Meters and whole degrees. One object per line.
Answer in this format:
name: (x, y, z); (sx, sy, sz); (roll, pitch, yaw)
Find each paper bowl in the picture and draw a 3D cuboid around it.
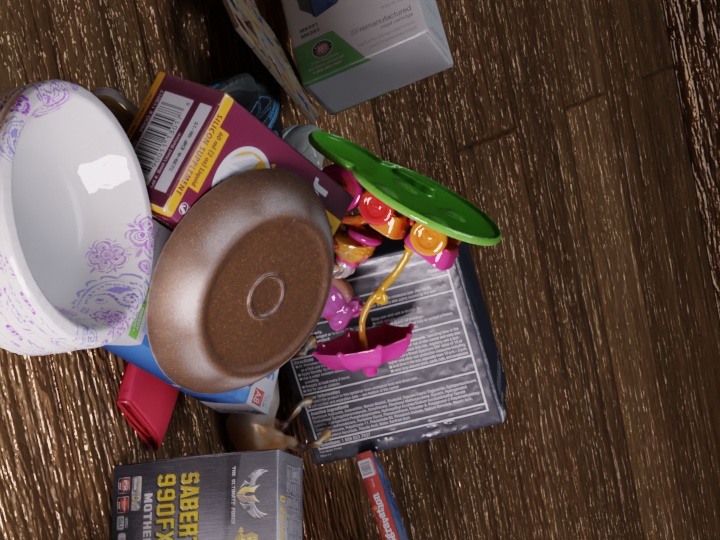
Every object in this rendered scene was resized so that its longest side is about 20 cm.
paper bowl: (-0.249, -0.036, 1.364); (0.201, 0.104, 0.202); (-8, 90, -66)

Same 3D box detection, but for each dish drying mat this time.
dish drying mat: (-0.173, 0.056, 1.610); (0.077, 0.018, 0.201); (57, 33, -42)

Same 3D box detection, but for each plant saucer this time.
plant saucer: (-0.087, 0.016, 1.504); (0.200, 0.037, 0.201); (-24, 126, -36)

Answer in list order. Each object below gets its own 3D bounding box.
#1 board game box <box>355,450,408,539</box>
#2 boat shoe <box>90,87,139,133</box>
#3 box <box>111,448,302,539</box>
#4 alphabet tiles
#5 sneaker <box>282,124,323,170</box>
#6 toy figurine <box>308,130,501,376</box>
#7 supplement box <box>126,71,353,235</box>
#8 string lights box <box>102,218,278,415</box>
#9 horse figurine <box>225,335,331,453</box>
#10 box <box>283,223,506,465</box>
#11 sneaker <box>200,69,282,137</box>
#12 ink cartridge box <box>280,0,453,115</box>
board game box: (0.026, 0.244, 1.840); (0.200, 0.019, 0.103); (68, 5, -76)
boat shoe: (-0.186, -0.094, 1.574); (0.200, 0.071, 0.070); (60, 23, -44)
box: (-0.126, 0.253, 1.479); (0.048, 0.158, 0.201); (31, 55, -60)
alphabet tiles: (-0.100, -0.235, 1.789); (0.200, 0.008, 0.168); (49, 12, -52)
sneaker: (-0.054, -0.081, 1.827); (0.200, 0.092, 0.076); (-69, 143, -48)
toy figurine: (0.000, 0.000, 1.659); (0.185, 0.200, 0.150); (-63, 167, 16)
supplement box: (-0.109, -0.067, 1.533); (0.200, 0.085, 0.111); (36, 79, -50)
string lights box: (-0.147, 0.042, 1.555); (0.200, 0.059, 0.103); (34, 62, -48)
horse figurine: (-0.087, 0.118, 1.708); (0.132, 0.050, 0.201); (-19, 119, -41)
box: (0.025, 0.060, 1.802); (0.123, 0.199, 0.199); (-78, 153, -68)
sneaker: (-0.120, -0.143, 1.722); (0.200, 0.073, 0.082); (-24, 103, -65)
ink cartridge box: (-0.004, -0.285, 1.884); (0.087, 0.145, 0.201); (40, 33, -60)
